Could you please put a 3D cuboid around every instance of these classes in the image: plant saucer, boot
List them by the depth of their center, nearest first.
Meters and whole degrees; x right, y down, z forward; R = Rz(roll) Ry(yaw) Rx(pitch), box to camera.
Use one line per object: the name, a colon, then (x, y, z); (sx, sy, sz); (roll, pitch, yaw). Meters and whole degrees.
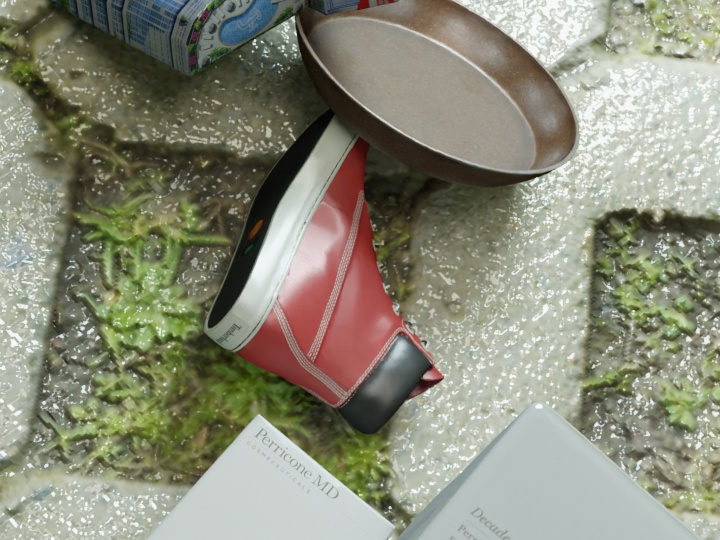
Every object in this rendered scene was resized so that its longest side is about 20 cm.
boot: (0.000, 0.000, 1.517); (0.144, 0.072, 0.200); (33, 52, -16)
plant saucer: (0.042, -0.115, 1.560); (0.200, 0.035, 0.200); (23, 32, -15)

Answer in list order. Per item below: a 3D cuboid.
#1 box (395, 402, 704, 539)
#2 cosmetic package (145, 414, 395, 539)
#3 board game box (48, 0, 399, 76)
box: (0.089, 0.220, 1.353); (0.200, 0.199, 0.171); (40, 60, 3)
cosmetic package: (-0.085, 0.192, 1.378); (0.108, 0.085, 0.200); (38, 61, 4)
board game box: (-0.065, -0.203, 1.534); (0.200, 0.062, 0.200); (-34, 42, -29)
